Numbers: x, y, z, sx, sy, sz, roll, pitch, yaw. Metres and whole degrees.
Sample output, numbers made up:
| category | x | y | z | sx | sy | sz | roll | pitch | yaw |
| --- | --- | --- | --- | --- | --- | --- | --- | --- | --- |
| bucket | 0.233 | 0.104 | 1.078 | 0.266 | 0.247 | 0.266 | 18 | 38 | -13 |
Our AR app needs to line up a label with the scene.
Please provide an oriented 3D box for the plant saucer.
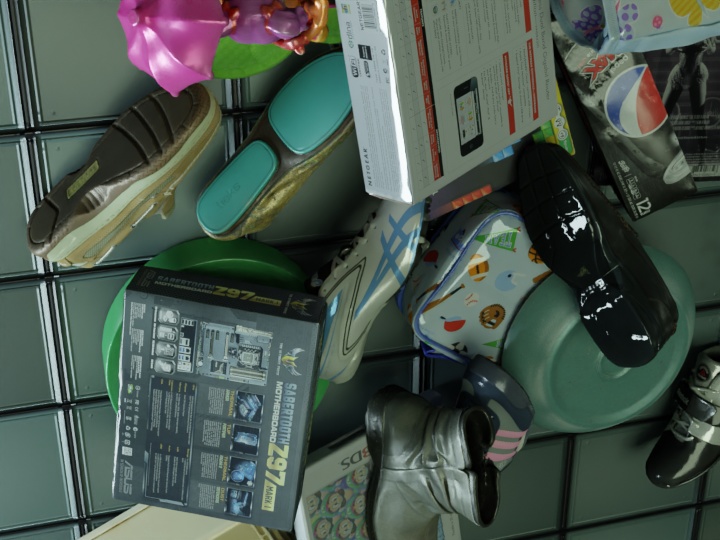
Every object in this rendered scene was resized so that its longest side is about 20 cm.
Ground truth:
| category | x | y | z | sx | sy | sz | roll | pitch | yaw |
| --- | --- | --- | --- | --- | --- | --- | --- | --- | --- |
| plant saucer | 0.225 | 0.073 | 1.060 | 0.198 | 0.036 | 0.202 | -10 | 122 | -17 |

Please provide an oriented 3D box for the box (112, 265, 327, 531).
| category | x | y | z | sx | sy | sz | roll | pitch | yaw |
| --- | --- | --- | --- | --- | --- | --- | --- | --- | --- |
| box | -0.116 | 0.106 | 0.955 | 0.156 | 0.051 | 0.202 | 9 | 115 | 3 |

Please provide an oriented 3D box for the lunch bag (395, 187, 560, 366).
| category | x | y | z | sx | sy | sz | roll | pitch | yaw |
| --- | --- | --- | --- | --- | --- | --- | --- | --- | --- |
| lunch bag | 0.132 | 0.023 | 1.064 | 0.199 | 0.076 | 0.161 | 28 | 107 | -28 |

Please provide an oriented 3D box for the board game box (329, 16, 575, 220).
| category | x | y | z | sx | sy | sz | roll | pitch | yaw |
| --- | --- | --- | --- | --- | --- | --- | --- | --- | --- |
| board game box | 0.074 | -0.156 | 0.965 | 0.164 | 0.057 | 0.201 | -26 | 120 | -5 |

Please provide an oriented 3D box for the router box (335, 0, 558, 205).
| category | x | y | z | sx | sy | sz | roll | pitch | yaw |
| --- | --- | --- | --- | --- | --- | --- | --- | --- | --- |
| router box | 0.066 | -0.175 | 0.846 | 0.179 | 0.049 | 0.202 | -32 | 125 | -37 |

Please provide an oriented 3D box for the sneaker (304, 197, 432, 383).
| category | x | y | z | sx | sy | sz | roll | pitch | yaw |
| --- | --- | --- | --- | --- | --- | --- | --- | --- | --- |
| sneaker | 0.000 | 0.000 | 0.957 | 0.072 | 0.072 | 0.201 | 25 | 107 | -10 |

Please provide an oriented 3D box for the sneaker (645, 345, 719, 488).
| category | x | y | z | sx | sy | sz | roll | pitch | yaw |
| --- | --- | --- | --- | --- | --- | --- | --- | --- | --- |
| sneaker | 0.350 | 0.128 | 1.189 | 0.200 | 0.074 | 0.089 | -47 | 120 | -3 |

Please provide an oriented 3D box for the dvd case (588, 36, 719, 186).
| category | x | y | z | sx | sy | sz | roll | pitch | yaw |
| --- | --- | --- | --- | --- | --- | --- | --- | --- | --- |
| dvd case | 0.285 | -0.174 | 1.047 | 0.147 | 0.016 | 0.202 | -3 | 117 | -15 |

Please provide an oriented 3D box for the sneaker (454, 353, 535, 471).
| category | x | y | z | sx | sy | sz | roll | pitch | yaw |
| --- | --- | --- | --- | --- | --- | --- | --- | --- | --- |
| sneaker | 0.108 | 0.148 | 1.061 | 0.082 | 0.070 | 0.201 | -44 | 153 | -17 |

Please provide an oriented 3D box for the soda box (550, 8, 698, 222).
| category | x | y | z | sx | sy | sz | roll | pitch | yaw |
| --- | --- | --- | --- | --- | --- | --- | --- | --- | --- |
| soda box | 0.215 | -0.146 | 0.991 | 0.063 | 0.071 | 0.201 | -26 | 115 | 9 |

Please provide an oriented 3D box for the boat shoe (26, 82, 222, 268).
| category | x | y | z | sx | sy | sz | roll | pitch | yaw |
| --- | --- | --- | --- | --- | --- | --- | --- | --- | --- |
| boat shoe | -0.172 | -0.070 | 0.918 | 0.199 | 0.072 | 0.076 | -34 | 141 | 25 |

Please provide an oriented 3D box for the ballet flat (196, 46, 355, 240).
| category | x | y | z | sx | sy | sz | roll | pitch | yaw |
| --- | --- | --- | --- | --- | --- | --- | --- | --- | --- |
| ballet flat | -0.054 | -0.100 | 0.937 | 0.070 | 0.071 | 0.200 | 33 | 114 | -28 |

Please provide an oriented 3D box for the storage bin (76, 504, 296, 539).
| category | x | y | z | sx | sy | sz | roll | pitch | yaw |
| --- | --- | --- | --- | --- | --- | --- | --- | --- | --- |
| storage bin | -0.149 | 0.309 | 1.105 | 0.199 | 0.094 | 0.199 | -30 | 121 | -2 |

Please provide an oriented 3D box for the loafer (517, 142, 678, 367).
| category | x | y | z | sx | sy | sz | roll | pitch | yaw |
| --- | --- | --- | --- | --- | --- | --- | --- | --- | --- |
| loafer | 0.199 | -0.020 | 0.982 | 0.072 | 0.073 | 0.201 | -29 | 93 | -41 |

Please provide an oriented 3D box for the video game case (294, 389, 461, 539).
| category | x | y | z | sx | sy | sz | roll | pitch | yaw |
| --- | --- | --- | --- | --- | --- | --- | --- | --- | --- |
| video game case | 0.019 | 0.238 | 1.105 | 0.181 | 0.024 | 0.202 | -24 | 115 | -35 |

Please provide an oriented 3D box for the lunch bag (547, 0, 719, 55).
| category | x | y | z | sx | sy | sz | roll | pitch | yaw |
| --- | --- | --- | --- | --- | --- | --- | --- | --- | --- |
| lunch bag | 0.221 | -0.256 | 0.868 | 0.168 | 0.202 | 0.127 | -11 | 154 | -10 |

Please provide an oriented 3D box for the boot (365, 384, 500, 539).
| category | x | y | z | sx | sy | sz | roll | pitch | yaw |
| --- | --- | --- | --- | --- | --- | --- | --- | --- | --- |
| boot | 0.067 | 0.204 | 1.037 | 0.067 | 0.130 | 0.202 | -20 | 112 | -36 |

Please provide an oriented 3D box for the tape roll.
| category | x | y | z | sx | sy | sz | roll | pitch | yaw |
| --- | --- | --- | --- | --- | --- | --- | --- | --- | --- |
| tape roll | -0.122 | 0.071 | 1.020 | 0.198 | 0.048 | 0.202 | -7 | 117 | -14 |

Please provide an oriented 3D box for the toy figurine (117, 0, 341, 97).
| category | x | y | z | sx | sy | sz | roll | pitch | yaw |
| --- | --- | --- | --- | --- | --- | --- | --- | --- | --- |
| toy figurine | -0.084 | -0.178 | 0.798 | 0.198 | 0.184 | 0.152 | 6 | 115 | 1 |
